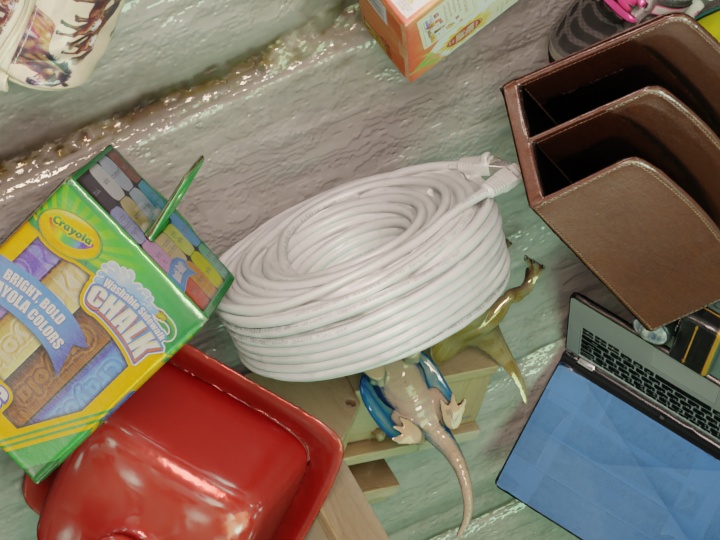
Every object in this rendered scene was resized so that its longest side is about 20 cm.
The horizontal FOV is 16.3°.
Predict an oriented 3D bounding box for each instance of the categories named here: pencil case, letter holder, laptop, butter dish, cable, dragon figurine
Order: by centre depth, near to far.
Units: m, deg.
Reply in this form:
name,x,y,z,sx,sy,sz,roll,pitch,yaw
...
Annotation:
name,x,y,z,sx,sy,sz,roll,pitch,yaw
pencil case,-0.161,-0.192,1.421,0.089,0.078,0.201,-27,150,-50
cable,0.000,0.000,1.654,0.200,0.199,0.070,-43,120,-41
letter holder,0.206,-0.065,1.676,0.141,0.101,0.200,-24,145,19
butter dish,-0.141,0.165,1.711,0.199,0.148,0.201,29,122,1
dragon figurine,0.033,0.086,1.776,0.059,0.201,0.099,-34,-176,-4
laptop,0.210,0.140,1.925,0.116,0.187,0.200,-55,166,-15

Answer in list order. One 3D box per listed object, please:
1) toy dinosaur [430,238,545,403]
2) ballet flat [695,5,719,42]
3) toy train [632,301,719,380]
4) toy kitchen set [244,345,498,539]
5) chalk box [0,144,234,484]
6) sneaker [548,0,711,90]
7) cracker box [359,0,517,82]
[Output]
name,x,y,z,sx,sy,sz,roll,pitch,yaw
toy dinosaur,0.085,0.027,1.825,0.102,0.058,0.200,-60,151,-2
ballet flat,0.217,-0.129,1.765,0.199,0.067,0.067,-20,138,-16
toy train,0.281,-0.007,1.859,0.200,0.114,0.085,-51,166,-32
toy kitchen set,0.019,0.175,1.865,0.199,0.181,0.164,-10,138,-27
chalk box,-0.163,0.010,1.569,0.200,0.124,0.124,-42,-176,14
sneaker,0.197,-0.204,1.668,0.200,0.074,0.088,-39,142,0
cracker box,0.090,-0.211,1.538,0.200,0.058,0.134,-37,170,-5
